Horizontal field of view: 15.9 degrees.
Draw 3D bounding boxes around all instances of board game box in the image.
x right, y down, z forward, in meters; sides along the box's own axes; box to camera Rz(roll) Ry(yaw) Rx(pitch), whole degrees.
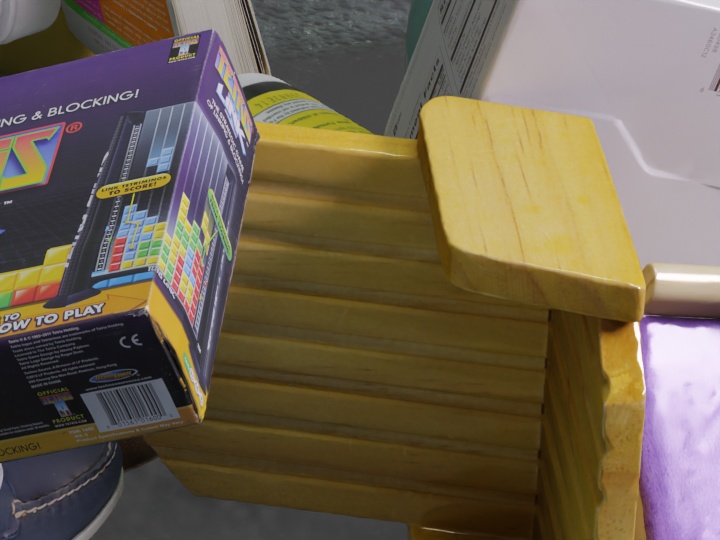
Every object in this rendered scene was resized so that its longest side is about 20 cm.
[{"bbox_3d":[-0.144,0.000,0.915,0.199,0.057,0.166,-12,38,15],"label":"board game box"}]

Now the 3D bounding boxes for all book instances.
[{"bbox_3d":[-0.121,-0.178,1.245,0.048,0.200,0.133,-37,47,-24],"label":"book"}]

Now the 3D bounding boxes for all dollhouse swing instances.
[{"bbox_3d":[0.004,0.053,0.972,0.175,0.201,0.182,0,30,-4],"label":"dollhouse swing"}]

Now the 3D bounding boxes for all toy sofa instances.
[{"bbox_3d":[0.147,0.096,0.950,0.083,0.098,0.201,3,70,-20],"label":"toy sofa"}]

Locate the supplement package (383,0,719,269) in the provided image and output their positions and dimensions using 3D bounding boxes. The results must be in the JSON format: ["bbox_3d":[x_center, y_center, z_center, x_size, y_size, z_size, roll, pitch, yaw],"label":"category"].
[{"bbox_3d":[0.129,-0.066,1.061,0.199,0.156,0.111,11,32,-15],"label":"supplement package"}]

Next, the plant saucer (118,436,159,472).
[{"bbox_3d":[-0.163,0.026,1.124,0.200,0.032,0.200,9,29,-5],"label":"plant saucer"}]

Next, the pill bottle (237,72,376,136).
[{"bbox_3d":[0.000,0.000,1.150,0.200,0.113,0.112,32,33,32],"label":"pill bottle"}]

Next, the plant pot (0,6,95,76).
[{"bbox_3d":[-0.151,-0.226,1.419,0.200,0.189,0.201,10,29,-5],"label":"plant pot"}]

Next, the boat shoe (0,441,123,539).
[{"bbox_3d":[-0.172,0.084,0.974,0.200,0.062,0.075,-14,41,-35],"label":"boat shoe"}]

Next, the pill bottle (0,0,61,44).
[{"bbox_3d":[-0.252,-0.133,1.246,0.200,0.120,0.120,-20,41,-29],"label":"pill bottle"}]

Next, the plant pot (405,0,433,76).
[{"bbox_3d":[0.109,-0.110,1.326,0.200,0.200,0.188,18,41,10],"label":"plant pot"}]
